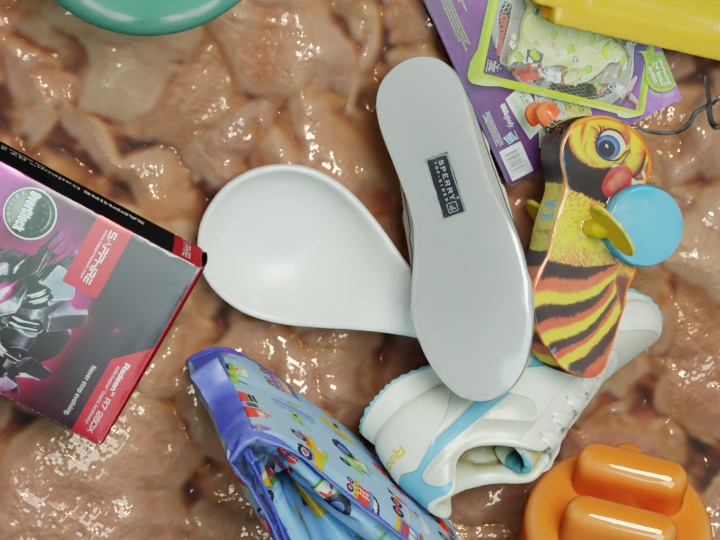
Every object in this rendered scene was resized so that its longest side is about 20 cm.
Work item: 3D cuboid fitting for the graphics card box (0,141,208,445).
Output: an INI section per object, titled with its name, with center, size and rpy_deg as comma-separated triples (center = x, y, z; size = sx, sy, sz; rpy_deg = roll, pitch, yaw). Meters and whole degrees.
[graphics card box]
center = -0.203, -0.001, 1.246
size = 0.200, 0.051, 0.126
rpy_deg = 29, 102, -10

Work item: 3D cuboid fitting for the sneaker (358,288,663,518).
[sneaker]
center = 0.102, 0.078, 1.313
size = 0.200, 0.081, 0.077
rpy_deg = -26, 153, -17

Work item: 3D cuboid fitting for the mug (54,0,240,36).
[mug]
center = -0.125, -0.191, 1.175
size = 0.152, 0.114, 0.185
rpy_deg = 38, 97, -21

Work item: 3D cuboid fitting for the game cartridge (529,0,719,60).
[game cartridge]
center = 0.195, -0.225, 1.257
size = 0.176, 0.032, 0.200
rpy_deg = 9, 101, -23

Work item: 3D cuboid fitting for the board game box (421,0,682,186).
[board game box]
center = 0.099, -0.162, 1.280
size = 0.120, 0.032, 0.200
rpy_deg = -25, 113, 2

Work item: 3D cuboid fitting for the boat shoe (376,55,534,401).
[boat shoe]
center = 0.056, -0.023, 1.262
size = 0.072, 0.066, 0.200
rpy_deg = -19, 81, 12

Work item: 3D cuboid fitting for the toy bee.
[toy bee]
center = 0.130, -0.046, 1.270
size = 0.109, 0.131, 0.200
rpy_deg = 29, 64, -14

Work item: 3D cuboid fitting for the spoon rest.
[spoon rest]
center = 0.000, 0.000, 1.295
size = 0.200, 0.061, 0.099
rpy_deg = 19, 111, -18

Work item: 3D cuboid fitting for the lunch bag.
[lunch bag]
center = -0.028, 0.125, 1.285
size = 0.094, 0.151, 0.200
rpy_deg = -37, 112, 3

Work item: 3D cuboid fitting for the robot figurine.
[robot figurine]
center = 0.148, 0.188, 1.337
size = 0.117, 0.144, 0.200
rpy_deg = -18, 145, -17
